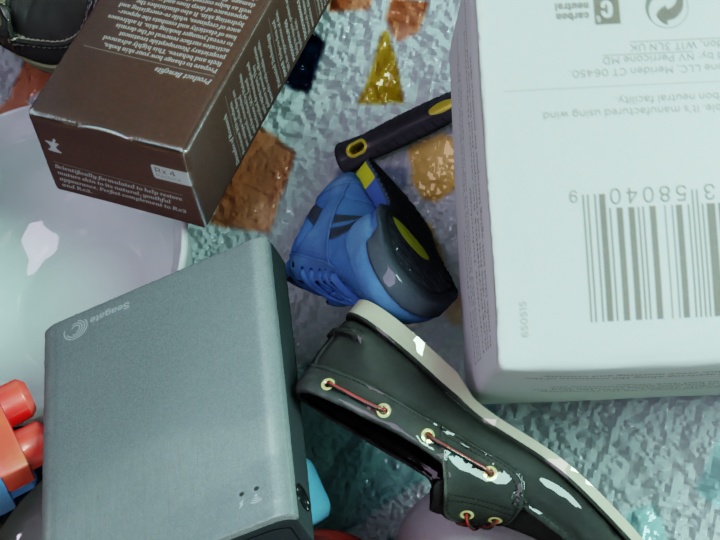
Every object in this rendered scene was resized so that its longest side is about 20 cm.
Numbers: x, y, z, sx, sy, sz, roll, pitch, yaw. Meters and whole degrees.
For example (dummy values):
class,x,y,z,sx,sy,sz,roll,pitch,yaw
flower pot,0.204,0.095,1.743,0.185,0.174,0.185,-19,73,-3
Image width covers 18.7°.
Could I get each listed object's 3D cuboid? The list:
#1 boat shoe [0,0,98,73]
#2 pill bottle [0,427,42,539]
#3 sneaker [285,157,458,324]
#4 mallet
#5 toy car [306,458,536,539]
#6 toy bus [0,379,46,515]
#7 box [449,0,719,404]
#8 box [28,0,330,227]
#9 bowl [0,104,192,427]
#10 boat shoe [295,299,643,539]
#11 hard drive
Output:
class,x,y,z,sx,sy,sz,roll,pitch,yaw
boat shoe,-0.218,-0.168,1.324,0.200,0.066,0.072,23,96,47
pill bottle,-0.207,0.153,1.275,0.199,0.120,0.120,26,93,24
sneaker,0.000,0.000,1.181,0.078,0.200,0.066,-39,106,6
mallet,0.070,-0.112,1.243,0.199,0.041,0.066,-17,77,24
toy car,0.038,0.169,1.173,0.199,0.177,0.185,-23,86,-11
toy bus,-0.268,0.103,1.172,0.191,0.136,0.200,-30,69,-9
box,0.149,-0.040,1.090,0.198,0.171,0.201,-3,80,-2
box,-0.094,-0.130,1.243,0.100,0.075,0.201,15,56,19
bowl,-0.177,0.009,1.289,0.200,0.090,0.202,-8,67,18
boat shoe,0.058,0.100,1.093,0.201,0.074,0.063,38,75,4
hard drive,-0.097,0.082,1.119,0.139,0.033,0.201,-23,40,13
